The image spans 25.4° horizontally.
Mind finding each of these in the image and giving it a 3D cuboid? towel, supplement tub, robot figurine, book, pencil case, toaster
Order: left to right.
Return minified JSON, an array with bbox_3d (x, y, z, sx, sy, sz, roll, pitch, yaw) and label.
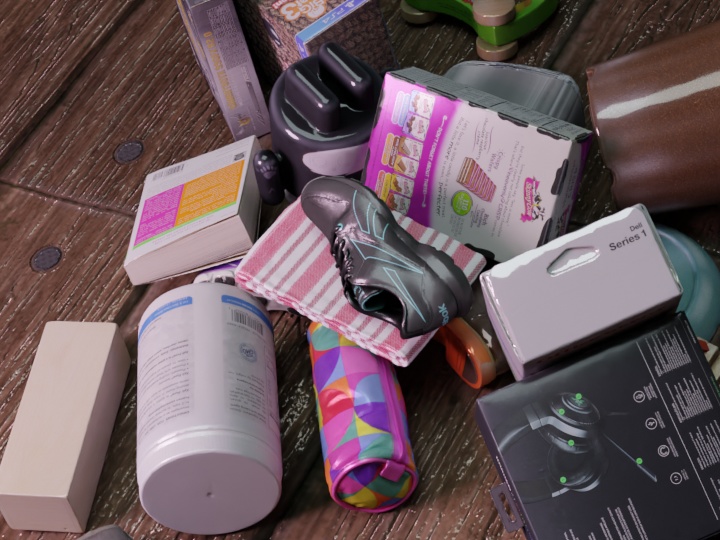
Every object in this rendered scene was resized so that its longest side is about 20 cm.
[{"bbox_3d":[-0.171,-0.066,1.657,0.133,0.048,0.200,-18,28,11],"label":"book"},{"bbox_3d":[-0.139,0.123,1.461,0.131,0.132,0.201,-12,47,8],"label":"supplement tub"},{"bbox_3d":[-0.031,-0.138,1.606,0.149,0.201,0.126,-1,59,0],"label":"robot figurine"},{"bbox_3d":[0.000,0.000,1.484,0.199,0.030,0.147,26,55,22],"label":"towel"},{"bbox_3d":[0.000,0.118,1.448,0.088,0.089,0.201,-15,50,5],"label":"pencil case"},{"bbox_3d":[0.143,-0.133,1.605,0.199,0.114,0.130,10,51,28],"label":"toaster"}]

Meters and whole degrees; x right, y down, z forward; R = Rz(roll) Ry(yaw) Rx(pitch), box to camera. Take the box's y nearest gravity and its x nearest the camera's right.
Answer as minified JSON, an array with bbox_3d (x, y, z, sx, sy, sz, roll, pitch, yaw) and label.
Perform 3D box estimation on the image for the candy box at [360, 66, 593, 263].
[{"bbox_3d":[0.106,-0.096,1.509,0.199,0.137,0.061,24,24,23],"label":"candy box"}]

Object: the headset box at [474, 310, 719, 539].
[{"bbox_3d":[0.203,0.156,1.294,0.199,0.093,0.175,-24,77,-3],"label":"headset box"}]

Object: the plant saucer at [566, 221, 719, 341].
[{"bbox_3d":[0.238,0.022,1.495,0.198,0.028,0.201,-10,47,10],"label":"plant saucer"}]

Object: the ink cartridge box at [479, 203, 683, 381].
[{"bbox_3d":[0.185,0.030,1.345,0.144,0.200,0.085,-24,76,1],"label":"ink cartridge box"}]

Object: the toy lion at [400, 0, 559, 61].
[{"bbox_3d":[0.151,-0.339,1.827,0.191,0.069,0.200,-36,48,-24],"label":"toy lion"}]

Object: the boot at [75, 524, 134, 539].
[{"bbox_3d":[-0.217,0.321,1.352,0.181,0.073,0.200,-34,53,-31],"label":"boot"}]

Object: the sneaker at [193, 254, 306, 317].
[{"bbox_3d":[-0.071,-0.006,1.591,0.198,0.081,0.084,-2,43,17],"label":"sneaker"}]

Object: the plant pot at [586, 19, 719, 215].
[{"bbox_3d":[0.325,-0.144,1.507,0.197,0.201,0.201,-14,46,15],"label":"plant pot"}]

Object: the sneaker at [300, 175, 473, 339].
[{"bbox_3d":[0.008,-0.014,1.428,0.079,0.076,0.200,-37,58,-24],"label":"sneaker"}]

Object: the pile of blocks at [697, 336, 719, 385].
[{"bbox_3d":[0.237,0.120,1.376,0.199,0.062,0.082,-32,53,-5],"label":"pile of blocks"}]

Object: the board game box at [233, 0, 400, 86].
[{"bbox_3d":[-0.053,-0.258,1.750,0.097,0.160,0.200,-35,48,-12],"label":"board game box"}]

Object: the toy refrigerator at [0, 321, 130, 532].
[{"bbox_3d":[-0.282,0.149,1.531,0.075,0.070,0.201,1,50,10],"label":"toy refrigerator"}]

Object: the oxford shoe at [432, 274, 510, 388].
[{"bbox_3d":[0.089,0.027,1.520,0.072,0.072,0.200,-24,54,-17],"label":"oxford shoe"}]

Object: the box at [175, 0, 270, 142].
[{"bbox_3d":[-0.162,-0.262,1.762,0.048,0.201,0.159,-22,47,-5],"label":"box"}]
